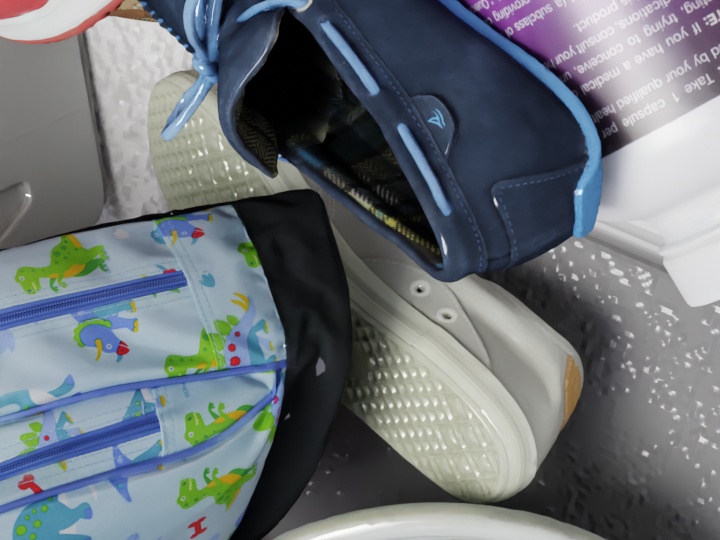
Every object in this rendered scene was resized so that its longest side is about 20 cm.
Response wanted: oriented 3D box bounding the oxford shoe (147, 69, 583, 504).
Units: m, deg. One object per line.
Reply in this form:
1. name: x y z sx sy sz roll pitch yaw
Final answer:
1. oxford shoe: 0.000 0.000 0.979 0.200 0.058 0.075 42 145 26

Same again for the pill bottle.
1. pill bottle: 0.082 -0.094 0.861 0.112 0.112 0.200 -27 93 33

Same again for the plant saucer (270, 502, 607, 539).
1. plant saucer: 0.028 0.142 0.989 0.200 0.050 0.200 2 128 2

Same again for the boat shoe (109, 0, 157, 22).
1. boat shoe: -0.097 -0.114 0.977 0.200 0.072 0.076 4 110 28

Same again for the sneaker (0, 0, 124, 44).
1. sneaker: -0.102 -0.131 0.838 0.200 0.115 0.078 -20 55 51

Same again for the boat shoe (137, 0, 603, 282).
1. boat shoe: -0.016 -0.065 0.856 0.200 0.069 0.084 31 142 41

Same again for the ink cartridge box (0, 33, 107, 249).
1. ink cartridge box: -0.214 -0.042 1.023 0.200 0.146 0.086 0 106 28

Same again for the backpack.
1. backpack: -0.115 0.060 0.915 0.163 0.200 0.154 125 141 -52
